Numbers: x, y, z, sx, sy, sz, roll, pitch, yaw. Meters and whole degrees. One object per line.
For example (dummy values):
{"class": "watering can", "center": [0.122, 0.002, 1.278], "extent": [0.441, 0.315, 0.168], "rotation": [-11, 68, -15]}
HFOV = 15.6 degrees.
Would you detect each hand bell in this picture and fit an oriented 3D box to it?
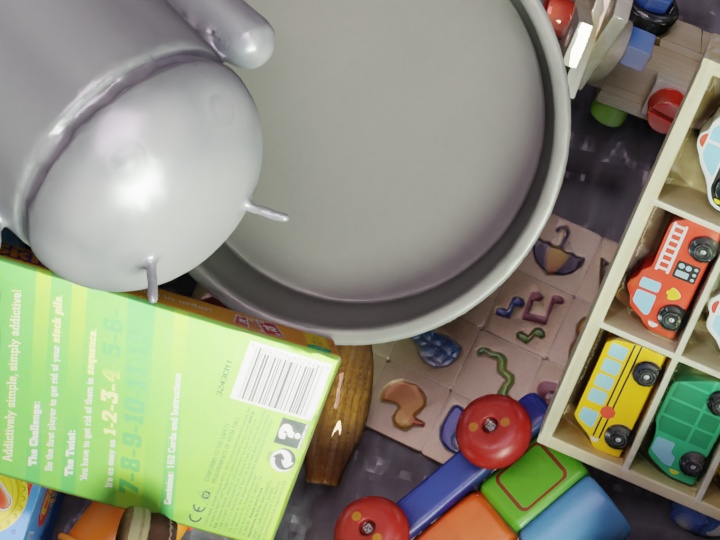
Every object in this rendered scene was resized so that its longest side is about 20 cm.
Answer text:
{"class": "hand bell", "center": [0.000, 0.000, 1.221], "extent": [0.103, 0.104, 0.201], "rotation": [8, 86, 5]}

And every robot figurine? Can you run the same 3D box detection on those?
{"class": "robot figurine", "center": [-0.118, -0.071, 1.104], "extent": [0.169, 0.113, 0.200], "rotation": [-37, 66, -13]}

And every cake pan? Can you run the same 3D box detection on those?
{"class": "cake pan", "center": [-0.004, -0.069, 1.162], "extent": [0.199, 0.037, 0.202], "rotation": [2, 98, 12]}

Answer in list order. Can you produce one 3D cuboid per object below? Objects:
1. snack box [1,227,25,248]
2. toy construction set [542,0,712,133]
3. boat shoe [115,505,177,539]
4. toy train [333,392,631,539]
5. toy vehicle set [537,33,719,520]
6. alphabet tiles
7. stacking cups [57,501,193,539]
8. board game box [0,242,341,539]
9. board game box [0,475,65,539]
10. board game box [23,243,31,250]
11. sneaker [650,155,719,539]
{"class": "snack box", "center": [-0.226, -0.046, 1.175], "extent": [0.116, 0.037, 0.201], "rotation": [-23, 75, -3]}
{"class": "toy construction set", "center": [0.158, -0.072, 1.204], "extent": [0.199, 0.092, 0.131], "rotation": [32, 37, -15]}
{"class": "boat shoe", "center": [-0.075, 0.200, 1.147], "extent": [0.071, 0.072, 0.201], "rotation": [-2, 98, -5]}
{"class": "toy train", "center": [0.035, 0.158, 1.155], "extent": [0.200, 0.085, 0.116], "rotation": [-40, 59, -4]}
{"class": "toy vehicle set", "center": [0.164, 0.013, 1.091], "extent": [0.124, 0.201, 0.027], "rotation": [22, 32, 3]}
{"class": "alphabet tiles", "center": [0.035, 0.000, 1.255], "extent": [0.199, 0.008, 0.168], "rotation": [25, 76, 9]}
{"class": "stacking cups", "center": [-0.125, 0.154, 1.192], "extent": [0.060, 0.061, 0.200], "rotation": [35, 76, 12]}
{"class": "board game box", "center": [-0.117, 0.049, 1.135], "extent": [0.199, 0.030, 0.096], "rotation": [16, 106, -17]}
{"class": "board game box", "center": [-0.216, 0.022, 1.234], "extent": [0.195, 0.056, 0.201], "rotation": [15, 75, 7]}
{"class": "board game box", "center": [-0.181, -0.037, 1.205], "extent": [0.135, 0.028, 0.201], "rotation": [31, 78, 11]}
{"class": "sneaker", "center": [0.152, 0.028, 1.167], "extent": [0.089, 0.201, 0.079], "rotation": [11, 31, 16]}
